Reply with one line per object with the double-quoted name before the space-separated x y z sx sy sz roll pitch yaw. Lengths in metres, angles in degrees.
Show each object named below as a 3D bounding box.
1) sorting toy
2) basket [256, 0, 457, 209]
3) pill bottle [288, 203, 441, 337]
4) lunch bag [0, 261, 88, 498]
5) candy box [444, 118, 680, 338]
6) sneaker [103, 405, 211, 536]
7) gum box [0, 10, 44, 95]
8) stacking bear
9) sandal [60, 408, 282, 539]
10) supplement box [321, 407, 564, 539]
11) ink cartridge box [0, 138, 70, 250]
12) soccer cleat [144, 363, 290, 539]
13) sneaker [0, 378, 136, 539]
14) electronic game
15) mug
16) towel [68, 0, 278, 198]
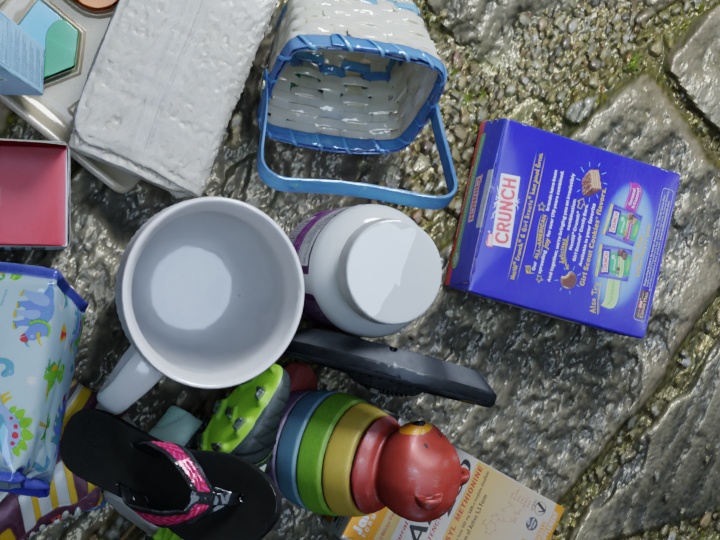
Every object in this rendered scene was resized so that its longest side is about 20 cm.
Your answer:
"sorting toy" -0.222 -0.201 0.982 0.184 0.036 0.201 38 80 -14
"basket" -0.005 -0.147 0.979 0.173 0.140 0.203 8 51 -16
"pill bottle" 0.000 0.000 0.967 0.110 0.200 0.115 0 91 -16
"lunch bag" -0.336 0.082 0.886 0.196 0.128 0.173 6 72 1
"candy box" 0.198 -0.040 1.092 0.197 0.077 0.172 15 87 -18
"sneaker" -0.124 0.209 0.994 0.201 0.073 0.119 48 61 -27
"gum box" -0.346 -0.171 0.843 0.167 0.200 0.045 2 90 -4
"stacking bear" -0.004 0.159 0.957 0.121 0.197 0.116 -10 107 -56
"sandal" -0.156 0.165 0.864 0.197 0.045 0.076 18 88 16
"supplement box" 0.080 0.236 1.060 0.198 0.073 0.128 30 82 -15
"ink cartridge box" -0.332 -0.059 0.878 0.196 0.175 0.086 0 90 -16
"soccer cleat" -0.104 0.173 0.920 0.080 0.067 0.202 29 91 -32
"sneaker" -0.270 0.199 0.952 0.089 0.075 0.202 34 82 -9
"electronic game" 0.023 0.090 0.975 0.197 0.200 0.042 16 84 -16
"mug" -0.152 0.037 0.934 0.147 0.175 0.201 41 80 -13
"towel" -0.165 -0.175 0.968 0.131 0.034 0.203 23 87 -17
